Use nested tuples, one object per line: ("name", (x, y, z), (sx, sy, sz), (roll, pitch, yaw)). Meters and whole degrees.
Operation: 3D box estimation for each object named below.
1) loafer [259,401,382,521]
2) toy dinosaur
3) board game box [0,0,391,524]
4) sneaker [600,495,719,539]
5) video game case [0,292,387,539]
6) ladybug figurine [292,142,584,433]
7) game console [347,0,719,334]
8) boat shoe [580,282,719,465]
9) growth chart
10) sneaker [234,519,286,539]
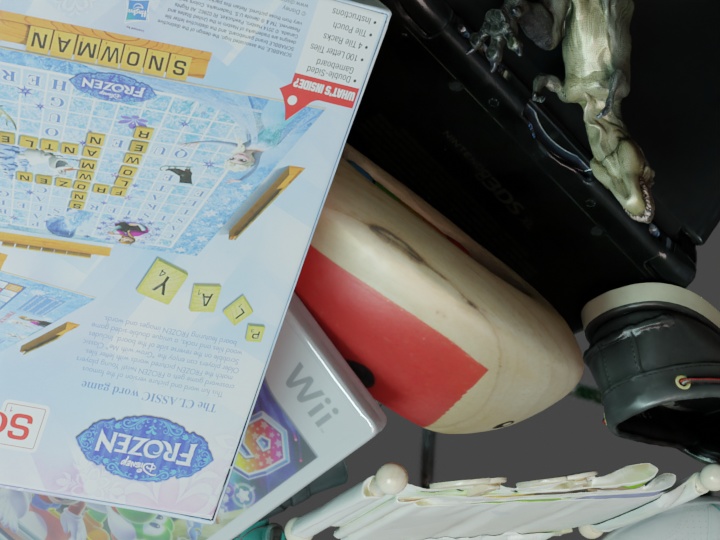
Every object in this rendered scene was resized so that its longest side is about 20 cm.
("loafer", (-0.037, 0.072, 1.044), (0.201, 0.070, 0.068), (-49, 154, -24))
("toy dinosaur", (0.087, -0.120, 0.990), (0.088, 0.047, 0.202), (0, 89, -52))
("board game box", (-0.113, -0.024, 0.818), (0.199, 0.041, 0.201), (13, 107, -26))
("sneaker", (0.204, 0.157, 1.188), (0.199, 0.080, 0.071), (-2, 118, -11))
("video game case", (-0.105, 0.058, 0.970), (0.200, 0.018, 0.144), (-37, 90, 24))
("ladybug figurine", (0.000, 0.000, 0.992), (0.200, 0.136, 0.072), (37, 97, -5))
("game console", (0.072, -0.082, 1.072), (0.175, 0.117, 0.200), (-26, 123, 36))
("boat shoe", (0.176, 0.065, 1.115), (0.073, 0.064, 0.201), (-28, 147, 34))
("growth chart", (0.067, 0.105, 1.086), (0.199, 0.145, 0.018), (2, 72, -31))
("sneaker", (-0.065, 0.163, 1.072), (0.083, 0.200, 0.122), (1, 101, -22))
